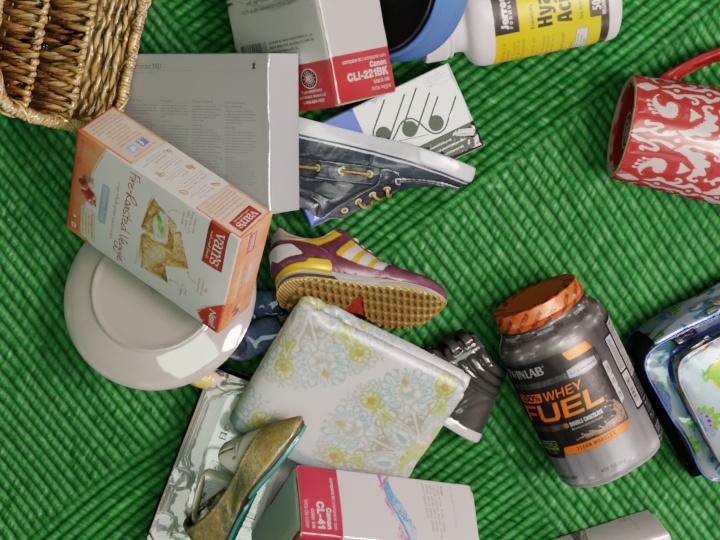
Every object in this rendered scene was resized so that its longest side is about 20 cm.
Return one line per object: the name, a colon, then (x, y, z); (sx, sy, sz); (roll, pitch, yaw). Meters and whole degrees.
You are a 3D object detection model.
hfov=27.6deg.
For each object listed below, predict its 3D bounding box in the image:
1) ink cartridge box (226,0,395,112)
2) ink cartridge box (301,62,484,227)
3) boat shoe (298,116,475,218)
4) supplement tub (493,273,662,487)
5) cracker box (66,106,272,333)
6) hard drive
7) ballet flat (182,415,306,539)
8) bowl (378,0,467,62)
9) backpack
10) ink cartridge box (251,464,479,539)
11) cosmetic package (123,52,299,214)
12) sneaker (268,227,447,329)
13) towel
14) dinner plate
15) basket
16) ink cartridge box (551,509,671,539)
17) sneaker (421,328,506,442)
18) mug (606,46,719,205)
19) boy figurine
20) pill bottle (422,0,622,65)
ink cartridge box: (-0.057, -0.259, 1.429); (0.083, 0.144, 0.202); (-19, 102, -39)
ink cartridge box: (0.018, -0.130, 1.512); (0.199, 0.044, 0.095); (-26, 98, -1)
boat shoe: (0.010, -0.089, 1.462); (0.199, 0.071, 0.092); (14, 95, 2)
supplement tub: (0.223, 0.113, 1.526); (0.122, 0.123, 0.201); (-28, 99, -1)
cracker box: (-0.188, -0.048, 1.412); (0.199, 0.058, 0.134); (33, 136, 15)
hard drive: (-0.130, 0.213, 1.551); (0.139, 0.038, 0.201); (21, 96, -8)
ballet flat: (-0.124, 0.209, 1.473); (0.070, 0.071, 0.201); (27, 122, -8)
bowl: (0.023, -0.302, 1.418); (0.039, 0.200, 0.202); (-17, 101, -40)
backpack: (0.405, 0.106, 1.531); (0.199, 0.147, 0.184); (-32, 102, -3)
ink cartridge box: (0.003, 0.279, 1.495); (0.199, 0.086, 0.148); (11, 137, -18)
cosmetic package: (-0.150, -0.137, 1.435); (0.199, 0.052, 0.152); (6, 102, 36)
sneaker: (0.000, 0.000, 1.515); (0.199, 0.091, 0.075); (11, 138, -30)
towel: (-0.010, 0.131, 1.483); (0.199, 0.048, 0.172); (26, 116, -12)
dinner plate: (-0.205, 0.021, 1.477); (0.198, 0.024, 0.202); (-1, 71, 4)
basket: (-0.301, -0.242, 1.398); (0.148, 0.143, 0.201); (18, 96, 15)
ink cartridge box: (0.249, 0.363, 1.584); (0.199, 0.083, 0.148); (-17, 99, -3)
sneaker: (0.066, 0.090, 1.539); (0.199, 0.071, 0.100); (32, 91, -14)
mug: (0.365, -0.143, 1.522); (0.198, 0.178, 0.134); (10, 133, -2)
boy figurine: (-0.164, 0.070, 1.506); (0.198, 0.065, 0.125); (-12, 65, -2)
pill bottle: (0.153, -0.268, 1.472); (0.198, 0.111, 0.112); (-13, 99, -3)
